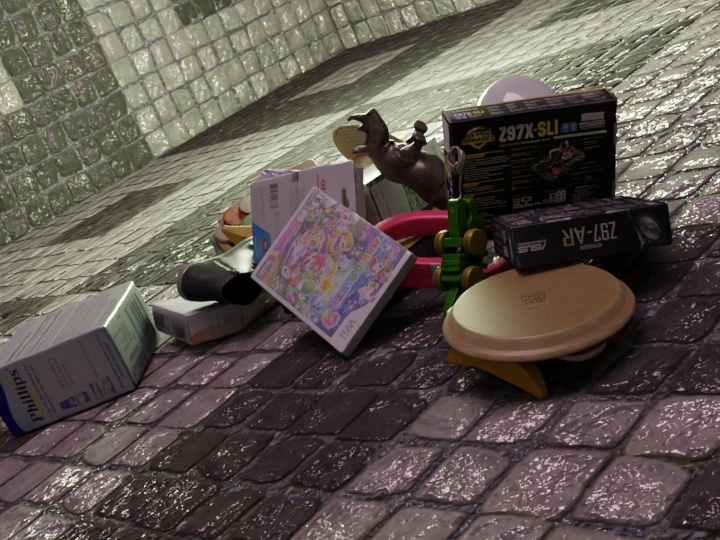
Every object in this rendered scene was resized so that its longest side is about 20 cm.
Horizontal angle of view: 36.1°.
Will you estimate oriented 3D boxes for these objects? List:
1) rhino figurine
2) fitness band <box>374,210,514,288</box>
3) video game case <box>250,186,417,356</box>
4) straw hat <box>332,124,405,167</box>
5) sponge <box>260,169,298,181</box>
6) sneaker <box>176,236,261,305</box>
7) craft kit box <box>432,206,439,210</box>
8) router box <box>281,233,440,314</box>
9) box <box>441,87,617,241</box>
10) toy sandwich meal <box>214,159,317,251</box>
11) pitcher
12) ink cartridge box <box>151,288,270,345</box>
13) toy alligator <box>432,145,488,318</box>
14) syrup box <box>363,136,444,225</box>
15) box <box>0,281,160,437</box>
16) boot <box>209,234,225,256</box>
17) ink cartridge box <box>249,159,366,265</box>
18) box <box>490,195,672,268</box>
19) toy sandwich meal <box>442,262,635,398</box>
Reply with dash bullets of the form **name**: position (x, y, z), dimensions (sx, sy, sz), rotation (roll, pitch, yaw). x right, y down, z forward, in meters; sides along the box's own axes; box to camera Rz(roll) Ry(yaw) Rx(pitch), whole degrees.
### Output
- **rhino figurine**: position (0.065, -0.150, 1.466), dimensions (0.060, 0.199, 0.088), rotation (-46, -15, -56)
- **fitness band**: position (0.102, -0.028, 1.360), dimensions (0.199, 0.038, 0.144), rotation (2, 30, 18)
- **video game case**: position (-0.037, -0.003, 1.348), dimensions (0.200, 0.018, 0.144), rotation (36, 91, 41)
- **straw hat**: position (0.027, -0.142, 1.757), dimensions (0.201, 0.201, 0.085), rotation (-1, 61, 53)
- **sponge**: position (-0.052, -0.104, 1.652), dimensions (0.199, 0.030, 0.112), rotation (1, 45, -5)
- **sneaker**: position (-0.150, 0.006, 1.560), dimensions (0.106, 0.075, 0.199), rotation (11, 27, 44)
- **craft kit box**: position (0.207, -0.123, 1.593), dimensions (0.197, 0.049, 0.200), rotation (-22, 16, 18)
- **router box**: position (0.000, 0.000, 1.483), dimensions (0.199, 0.051, 0.149), rotation (-6, 23, 48)
- **box**: position (0.200, -0.122, 1.303), dimensions (0.199, 0.161, 0.049), rotation (-9, 28, -4)
- **toy sandwich meal**: position (-0.140, -0.098, 1.748), dimensions (0.204, 0.070, 0.206), rotation (-13, 38, 11)
- **pitcher**: position (0.211, -0.144, 1.437), dimensions (0.171, 0.121, 0.201), rotation (-34, 57, 7)
- **ink cartridge box**: position (-0.189, 0.055, 1.630), dimensions (0.199, 0.050, 0.162), rotation (-11, 10, -27)
- **toy alligator**: position (0.122, -0.038, 1.256), dimensions (0.054, 0.201, 0.059), rotation (4, -3, -40)
- **syrup box**: position (0.044, -0.115, 1.569), dimensions (0.081, 0.079, 0.200), rotation (-12, 17, 38)
- **box**: position (-0.411, 0.124, 1.588), dimensions (0.199, 0.105, 0.184), rotation (-21, 17, 9)
- **boot**: position (-0.143, -0.061, 1.843), dimensions (0.199, 0.066, 0.165), rotation (-30, 26, -6)
- **ink cartridge box**: position (-0.056, -0.074, 1.468), dimensions (0.199, 0.117, 0.066), rotation (-8, -7, 43)
- **box**: position (0.230, -0.045, 1.190), dimensions (0.159, 0.044, 0.200), rotation (-9, 6, 1)
- **toy sandwich meal**: position (0.168, 0.057, 1.067), dimensions (0.204, 0.071, 0.205), rotation (-12, 22, 5)
